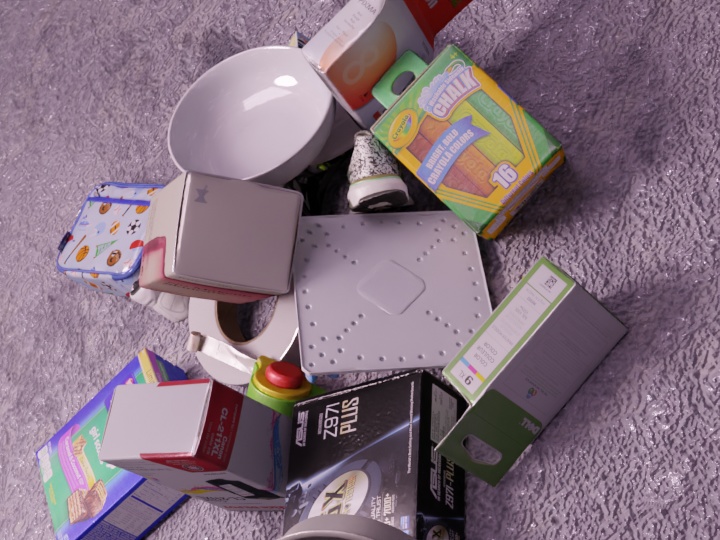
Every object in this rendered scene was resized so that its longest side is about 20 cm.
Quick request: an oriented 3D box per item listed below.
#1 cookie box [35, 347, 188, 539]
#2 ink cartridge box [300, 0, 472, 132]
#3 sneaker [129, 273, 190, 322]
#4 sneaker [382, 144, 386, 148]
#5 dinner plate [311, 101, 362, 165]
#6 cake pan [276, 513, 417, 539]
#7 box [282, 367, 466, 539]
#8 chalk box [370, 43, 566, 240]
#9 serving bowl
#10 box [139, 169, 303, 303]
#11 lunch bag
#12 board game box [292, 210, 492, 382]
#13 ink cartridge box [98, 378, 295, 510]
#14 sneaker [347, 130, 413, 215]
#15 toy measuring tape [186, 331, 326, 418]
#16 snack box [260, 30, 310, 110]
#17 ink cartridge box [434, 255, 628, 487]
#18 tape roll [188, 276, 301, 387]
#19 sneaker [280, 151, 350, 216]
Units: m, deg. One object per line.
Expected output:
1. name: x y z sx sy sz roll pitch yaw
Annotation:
1. cookie box: -0.279 0.222 1.511 0.200 0.075 0.171 -42 43 11
2. ink cartridge box: 0.047 -0.252 1.360 0.200 0.162 0.050 -42 62 2
3. sneaker: -0.213 -0.017 1.617 0.075 0.081 0.200 -33 22 51
4. sneaker: 0.069 -0.185 1.484 0.200 0.075 0.100 7 75 52
5. dinner plate: -0.022 -0.210 1.510 0.200 0.024 0.201 -30 38 27
6. cake pan: 0.001 0.293 1.148 0.200 0.201 0.037 -18 28 32
7. box: 0.014 0.216 1.251 0.163 0.086 0.201 -18 53 33
8. chalk box: 0.098 -0.144 1.316 0.200 0.124 0.124 43 96 9
9. serving bowl: -0.114 -0.159 1.437 0.199 0.066 0.201 -12 53 16
10. box: -0.154 -0.030 1.372 0.200 0.127 0.110 167 112 -71
11. lunch bag: -0.319 -0.048 1.725 0.199 0.076 0.161 8 67 43
12. board game box: 0.031 0.024 1.317 0.199 0.026 0.201 -3 52 -6
13. ink cartridge box: -0.145 0.186 1.327 0.145 0.200 0.083 -8 61 38
14. sneaker: 0.018 -0.109 1.401 0.076 0.200 0.089 -9 89 -2
15. toy measuring tape: -0.121 0.121 1.397 0.199 0.074 0.074 24 80 21
16. snack box: -0.095 -0.231 1.593 0.116 0.037 0.200 -56 12 13
17. ink cartridge box: 0.148 0.096 1.198 0.200 0.104 0.059 -51 42 4
18. tape roll: -0.122 0.036 1.488 0.202 0.037 0.204 -14 69 39
19. sneaker: -0.059 -0.134 1.552 0.082 0.071 0.200 -20 49 39
